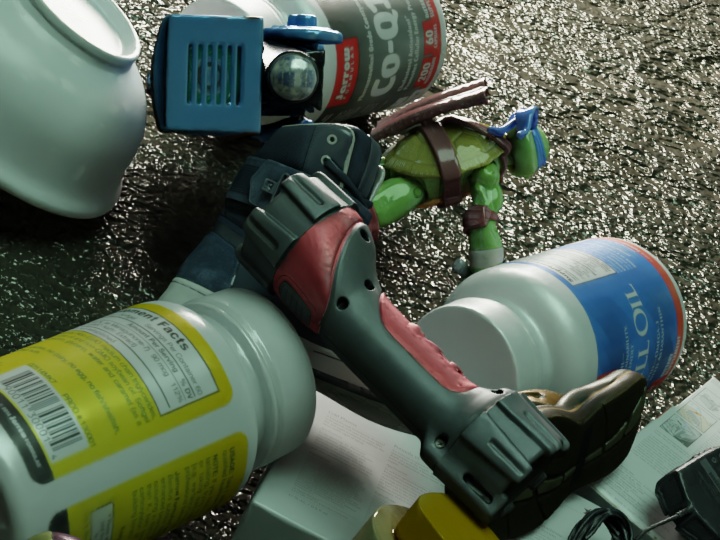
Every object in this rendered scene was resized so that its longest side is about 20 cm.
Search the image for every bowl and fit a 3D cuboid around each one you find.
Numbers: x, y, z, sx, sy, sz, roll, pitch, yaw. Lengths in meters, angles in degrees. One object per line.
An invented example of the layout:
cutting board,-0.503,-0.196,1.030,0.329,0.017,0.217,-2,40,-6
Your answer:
bowl,-0.201,-0.135,1.210,0.201,0.090,0.201,40,20,-18

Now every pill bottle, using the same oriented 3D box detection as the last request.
pill bottle,0.115,0.047,1.221,0.112,0.113,0.200,43,31,21
pill bottle,-0.124,0.082,0.978,0.199,0.115,0.114,-22,57,-41
pill bottle,-0.037,-0.160,1.403,0.114,0.114,0.200,43,35,21

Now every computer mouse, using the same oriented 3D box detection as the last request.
computer mouse,0.175,0.150,1.124,0.199,0.034,0.059,-17,71,-42

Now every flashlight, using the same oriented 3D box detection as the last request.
flashlight,0.023,0.036,1.001,0.200,0.068,0.068,43,18,17

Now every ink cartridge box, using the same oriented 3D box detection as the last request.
ink cartridge box,0.215,0.146,1.230,0.109,0.050,0.200,39,33,17

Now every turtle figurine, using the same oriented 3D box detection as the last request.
turtle figurine,0.032,-0.028,1.311,0.193,0.200,0.145,-9,67,-17

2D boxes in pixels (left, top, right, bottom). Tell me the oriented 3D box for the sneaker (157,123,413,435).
sneaker,-0.001,-0.001,1.090,0.202,0.147,0.077,25,-12,24

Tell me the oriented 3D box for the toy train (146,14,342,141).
toy train,-0.075,-0.117,1.200,0.114,0.087,0.200,3,3,-8

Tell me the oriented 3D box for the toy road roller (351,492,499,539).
toy road roller,0.073,0.214,0.971,0.200,0.123,0.146,48,23,27

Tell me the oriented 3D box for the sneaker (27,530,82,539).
sneaker,-0.084,0.198,0.889,0.201,0.075,0.090,56,32,1

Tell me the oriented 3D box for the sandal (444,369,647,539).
sandal,0.099,0.094,1.101,0.054,0.082,0.200,26,28,28

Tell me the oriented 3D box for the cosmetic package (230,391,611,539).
cosmetic package,0.039,0.149,1.089,0.199,0.052,0.151,28,33,0
